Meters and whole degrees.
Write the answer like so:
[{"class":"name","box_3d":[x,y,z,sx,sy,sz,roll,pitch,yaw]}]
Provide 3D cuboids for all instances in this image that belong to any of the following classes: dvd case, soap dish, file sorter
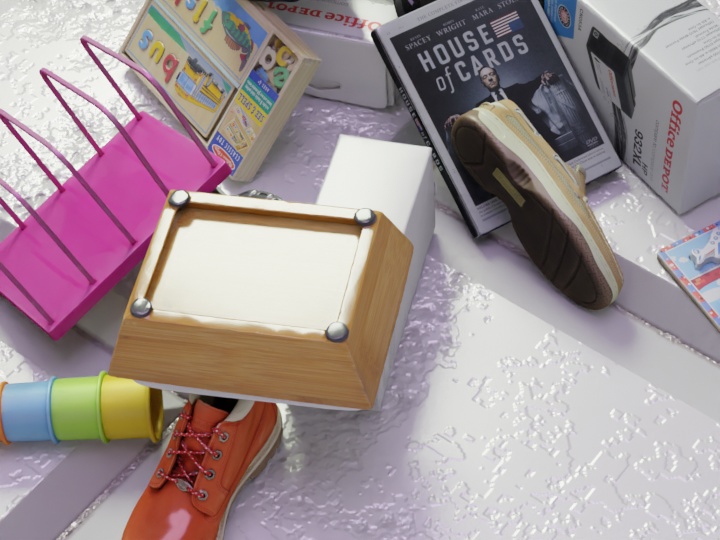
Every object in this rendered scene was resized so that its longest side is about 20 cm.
[{"class":"dvd case","box_3d":[0.118,-0.147,1.543,0.150,0.025,0.200,-26,88,-16]},{"class":"soap dish","box_3d":[-0.073,0.018,1.314,0.200,0.081,0.157,7,51,11]},{"class":"file sorter","box_3d":[-0.239,-0.076,1.451,0.200,0.125,0.139,-45,42,-12]}]

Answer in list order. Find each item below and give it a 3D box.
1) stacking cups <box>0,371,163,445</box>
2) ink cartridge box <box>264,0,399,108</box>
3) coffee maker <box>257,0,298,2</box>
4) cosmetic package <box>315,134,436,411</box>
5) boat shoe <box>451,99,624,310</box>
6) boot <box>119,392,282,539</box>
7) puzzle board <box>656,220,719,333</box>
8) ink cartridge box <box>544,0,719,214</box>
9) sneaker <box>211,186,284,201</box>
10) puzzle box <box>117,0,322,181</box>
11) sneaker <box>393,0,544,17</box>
[{"class":"stacking cups","box_3d":[-0.257,0.112,1.404,0.200,0.061,0.061,-4,51,6]},{"class":"ink cartridge box","box_3d":[-0.011,-0.257,1.662,0.145,0.085,0.200,12,55,13]},{"class":"coffee maker","box_3d":[-0.090,-0.332,1.588,0.192,0.135,0.200,-16,39,13]},{"class":"cosmetic package","box_3d":[0.000,0.000,1.442,0.085,0.108,0.200,8,51,12]},{"class":"boat shoe","box_3d":[0.163,-0.063,1.485,0.076,0.072,0.200,-29,80,-33]},{"class":"boot","box_3d":[-0.126,0.149,1.332,0.075,0.107,0.200,20,57,15]},{"class":"puzzle board","box_3d":[0.371,-0.005,1.487,0.200,0.017,0.151,-25,55,-16]},{"class":"ink cartridge box","box_3d":[0.249,-0.170,1.540,0.084,0.145,0.200,-29,56,-19]},{"class":"sneaker","box_3d":[-0.122,-0.032,1.497,0.074,0.087,0.200,-41,41,-19]},{"class":"puzzle box","box_3d":[-0.130,-0.190,1.593,0.025,0.133,0.200,2,36,-50]},{"class":"sneaker","box_3d":[0.119,-0.258,1.607,0.200,0.090,0.070,-15,87,-41]}]
